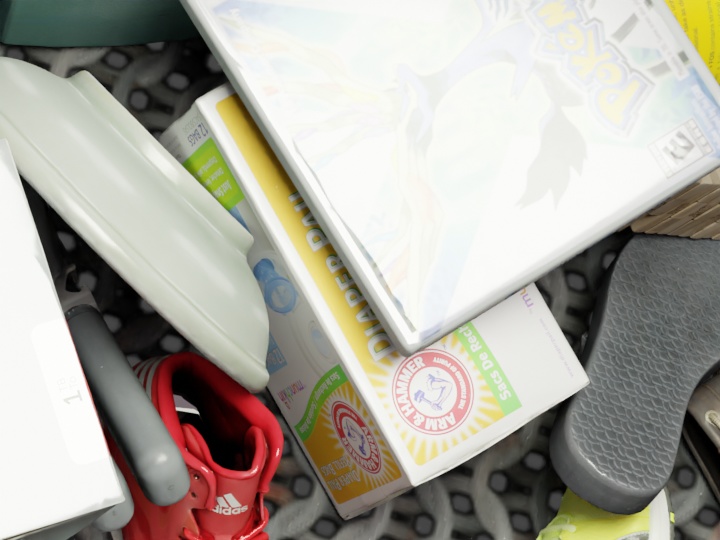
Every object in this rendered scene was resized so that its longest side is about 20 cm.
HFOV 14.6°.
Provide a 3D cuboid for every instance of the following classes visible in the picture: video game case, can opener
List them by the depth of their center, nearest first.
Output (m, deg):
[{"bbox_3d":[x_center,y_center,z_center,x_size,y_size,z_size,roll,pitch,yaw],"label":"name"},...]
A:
[{"bbox_3d":[0.043,-0.092,1.226,0.182,0.022,0.200,-31,85,-11],"label":"video game case"},{"bbox_3d":[-0.134,0.032,1.228,0.053,0.067,0.200,-25,47,-9],"label":"can opener"}]

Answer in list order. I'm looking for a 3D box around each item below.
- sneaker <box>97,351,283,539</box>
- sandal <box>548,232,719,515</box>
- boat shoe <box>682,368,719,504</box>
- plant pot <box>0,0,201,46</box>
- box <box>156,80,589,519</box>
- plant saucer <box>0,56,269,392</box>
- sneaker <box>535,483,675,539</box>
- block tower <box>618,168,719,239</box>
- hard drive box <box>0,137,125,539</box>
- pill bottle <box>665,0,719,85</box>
[{"bbox_3d":[-0.067,0.131,1.242,0.078,0.116,0.200,-19,83,-21],"label":"sneaker"},{"bbox_3d":[0.133,0.044,1.342,0.076,0.043,0.200,36,43,2],"label":"sandal"},{"bbox_3d":[0.207,0.140,1.361,0.073,0.075,0.200,-18,74,-11],"label":"boat shoe"},{"bbox_3d":[-0.085,-0.185,1.304,0.200,0.141,0.142,-17,83,-15],"label":"plant pot"},{"bbox_3d":[0.000,0.000,1.298,0.101,0.112,0.200,-29,88,-22],"label":"box"},{"bbox_3d":[-0.099,-0.033,1.219,0.050,0.200,0.200,-44,93,0],"label":"plant saucer"},{"bbox_3d":[0.090,0.164,1.308,0.076,0.075,0.200,20,70,-13],"label":"sneaker"},{"bbox_3d":[0.133,-0.053,1.328,0.200,0.058,0.054,2,62,-49],"label":"block tower"},{"bbox_3d":[-0.178,0.051,1.180,0.077,0.200,0.156,-16,83,-20],"label":"hard drive box"},{"bbox_3d":[0.146,-0.131,1.380,0.200,0.104,0.104,-17,83,-21],"label":"pill bottle"}]
